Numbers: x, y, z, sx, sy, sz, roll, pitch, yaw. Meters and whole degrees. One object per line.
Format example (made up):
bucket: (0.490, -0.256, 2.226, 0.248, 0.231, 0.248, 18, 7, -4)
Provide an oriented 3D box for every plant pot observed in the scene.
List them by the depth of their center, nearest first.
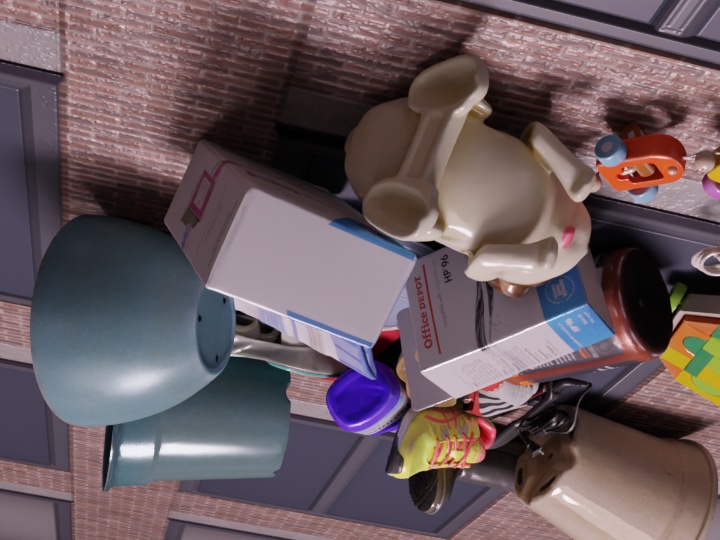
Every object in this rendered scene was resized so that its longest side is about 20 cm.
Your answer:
plant pot: (-0.195, 0.048, 1.056, 0.134, 0.201, 0.200, 1, 152, 17)
plant pot: (-0.188, 0.157, 1.297, 0.195, 0.201, 0.200, 5, 154, -15)
plant pot: (0.298, 0.260, 1.380, 0.183, 0.201, 0.200, 29, 147, -14)

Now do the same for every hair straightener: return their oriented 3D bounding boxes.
hair straightener: (0.213, 0.181, 1.351, 0.041, 0.077, 0.200, -10, 161, -38)

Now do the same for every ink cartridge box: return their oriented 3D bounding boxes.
ink cartridge box: (-0.063, -0.027, 0.902, 0.144, 0.085, 0.200, 22, -171, -23)
ink cartridge box: (0.109, 0.034, 0.999, 0.199, 0.116, 0.068, -25, 142, 22)

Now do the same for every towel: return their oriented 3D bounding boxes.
towel: (-0.077, 0.036, 1.116, 0.199, 0.024, 0.147, 27, 158, 20)

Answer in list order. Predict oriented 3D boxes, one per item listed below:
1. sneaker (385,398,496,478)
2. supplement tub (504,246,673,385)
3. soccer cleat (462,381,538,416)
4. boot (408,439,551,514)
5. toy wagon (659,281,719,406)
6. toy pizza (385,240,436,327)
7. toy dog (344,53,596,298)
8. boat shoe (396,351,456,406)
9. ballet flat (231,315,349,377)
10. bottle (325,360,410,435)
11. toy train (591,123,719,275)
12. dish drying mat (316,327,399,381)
sneaker: (0.099, 0.196, 1.307, 0.090, 0.078, 0.200, 26, -157, 22)
supplement tub: (0.185, 0.050, 1.071, 0.199, 0.107, 0.107, -17, 144, 38)
soccer cleat: (0.158, 0.115, 1.252, 0.085, 0.069, 0.200, -2, 155, 0)
boot: (0.159, 0.261, 1.431, 0.199, 0.182, 0.073, 25, 120, -17)
toy wagon: (0.355, 0.069, 1.067, 0.155, 0.040, 0.200, 31, 157, 12)
toy pizza: (0.000, 0.000, 1.104, 0.199, 0.032, 0.200, 7, 152, 4)
toy dog: (0.093, -0.049, 0.879, 0.200, 0.140, 0.194, 26, 164, -33)
boat shoe: (0.077, 0.087, 1.208, 0.073, 0.070, 0.200, 5, 157, 3)
ballet flat: (-0.105, 0.070, 1.231, 0.199, 0.067, 0.064, 11, 107, -7)
bottle: (0.020, 0.151, 1.304, 0.083, 0.065, 0.200, -36, 164, 4)
toy train: (0.277, -0.069, 0.888, 0.150, 0.056, 0.200, -12, 146, 41)
dish drying mat: (-0.014, 0.087, 1.285, 0.076, 0.018, 0.200, 15, 151, -16)
